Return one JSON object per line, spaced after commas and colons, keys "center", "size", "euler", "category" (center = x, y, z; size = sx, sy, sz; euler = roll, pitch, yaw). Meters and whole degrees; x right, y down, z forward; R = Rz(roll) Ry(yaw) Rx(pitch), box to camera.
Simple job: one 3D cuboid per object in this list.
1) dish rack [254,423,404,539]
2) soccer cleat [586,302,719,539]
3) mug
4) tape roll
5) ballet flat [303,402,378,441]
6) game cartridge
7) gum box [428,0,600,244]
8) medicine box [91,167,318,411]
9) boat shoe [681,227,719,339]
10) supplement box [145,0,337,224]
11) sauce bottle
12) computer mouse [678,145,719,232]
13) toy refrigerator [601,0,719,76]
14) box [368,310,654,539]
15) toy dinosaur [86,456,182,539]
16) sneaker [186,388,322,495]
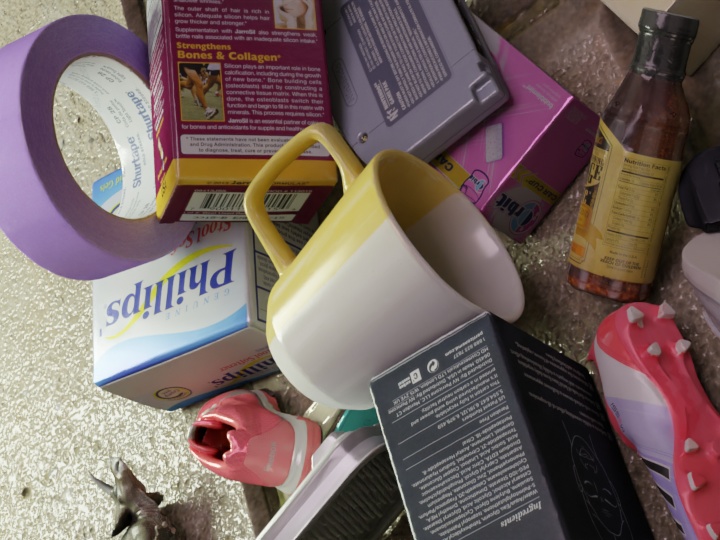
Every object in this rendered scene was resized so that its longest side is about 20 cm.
{"center": [-0.028, 0.184, 1.143], "size": [0.044, 0.171, 0.200], "euler": [44, 103, 21], "category": "dish rack"}
{"center": [0.209, 0.115, 1.058], "size": [0.077, 0.066, 0.201], "euler": [-57, 45, 51], "category": "soccer cleat"}
{"center": [0.007, 0.006, 1.131], "size": [0.153, 0.149, 0.187], "euler": [-42, 49, 25], "category": "mug"}
{"center": [-0.214, -0.097, 1.248], "size": [0.065, 0.200, 0.202], "euler": [-18, 63, 33], "category": "tape roll"}
{"center": [0.021, 0.064, 1.228], "size": [0.200, 0.069, 0.070], "euler": [-52, 49, 12], "category": "ballet flat"}
{"center": [0.029, -0.168, 1.233], "size": [0.133, 0.041, 0.201], "euler": [-39, 51, 25], "category": "game cartridge"}
{"center": [0.088, -0.128, 1.237], "size": [0.114, 0.066, 0.200], "euler": [-51, 49, 10], "category": "gum box"}
{"center": [-0.133, -0.005, 1.350], "size": [0.181, 0.103, 0.202], "euler": [-22, 60, 32], "category": "medicine box"}
{"center": [0.268, 0.040, 0.997], "size": [0.072, 0.069, 0.200], "euler": [-30, 31, -13], "category": "boat shoe"}
{"center": [-0.098, -0.146, 1.244], "size": [0.103, 0.130, 0.202], "euler": [132, 136, -67], "category": "supplement box"}
{"center": [0.194, -0.080, 1.101], "size": [0.066, 0.066, 0.202], "euler": [21, 103, 42], "category": "sauce bottle"}
{"center": [0.246, -0.034, 1.030], "size": [0.058, 0.034, 0.200], "euler": [-18, 27, 7], "category": "computer mouse"}
{"center": [0.195, -0.239, 1.187], "size": [0.070, 0.076, 0.200], "euler": [-48, 49, 14], "category": "toy refrigerator"}
{"center": [0.110, 0.154, 1.054], "size": [0.107, 0.148, 0.201], "euler": [-32, 55, 22], "category": "box"}
{"center": [-0.183, 0.260, 1.325], "size": [0.102, 0.077, 0.202], "euler": [-7, 74, 50], "category": "toy dinosaur"}
{"center": [-0.104, 0.127, 1.258], "size": [0.200, 0.086, 0.074], "euler": [5, 82, 64], "category": "sneaker"}
